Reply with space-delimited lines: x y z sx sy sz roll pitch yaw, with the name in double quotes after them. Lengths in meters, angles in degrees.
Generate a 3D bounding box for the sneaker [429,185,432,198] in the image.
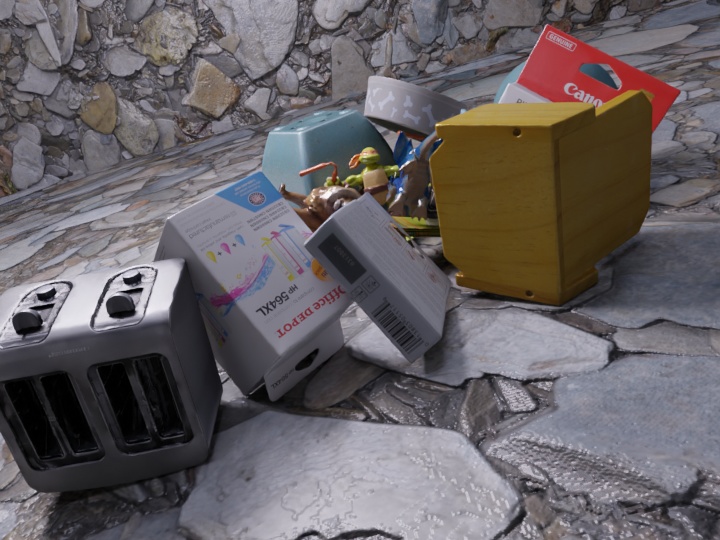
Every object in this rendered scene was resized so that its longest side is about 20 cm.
0.143 -0.149 1.071 0.076 0.076 0.200 16 22 -2 "sneaker"

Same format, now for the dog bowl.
0.096 -0.235 0.949 0.199 0.059 0.200 19 8 -3 "dog bowl"

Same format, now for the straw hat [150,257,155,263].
-0.252 0.025 0.816 0.200 0.085 0.201 -18 40 16 "straw hat"

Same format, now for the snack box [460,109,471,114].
0.205 -0.119 0.726 0.199 0.116 0.037 5 34 -7 "snack box"

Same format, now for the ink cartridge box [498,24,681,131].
0.288 -0.204 0.828 0.200 0.177 0.045 32 28 12 "ink cartridge box"

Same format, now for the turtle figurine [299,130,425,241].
0.018 -0.115 0.929 0.199 0.162 0.064 -15 10 -4 "turtle figurine"

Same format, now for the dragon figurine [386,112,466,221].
0.070 -0.130 0.751 0.059 0.200 0.100 9 47 -6 "dragon figurine"

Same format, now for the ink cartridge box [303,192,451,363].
0.029 -0.003 0.686 0.057 0.163 0.200 -42 3 14 "ink cartridge box"

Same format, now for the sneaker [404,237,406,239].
0.000 0.001 0.810 0.114 0.073 0.200 -15 12 13 "sneaker"

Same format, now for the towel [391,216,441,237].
0.095 -0.064 0.846 0.199 0.018 0.086 0 19 -27 "towel"

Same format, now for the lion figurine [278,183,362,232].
-0.080 -0.049 0.898 0.122 0.200 0.073 20 35 -18 "lion figurine"

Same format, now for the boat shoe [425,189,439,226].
0.127 -0.121 0.835 0.073 0.065 0.200 -5 27 23 "boat shoe"

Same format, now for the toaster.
-0.239 0.104 0.591 0.180 0.201 0.119 -9 26 -1 "toaster"

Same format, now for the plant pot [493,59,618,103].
0.291 -0.211 0.940 0.199 0.201 0.135 -4 33 27 "plant pot"

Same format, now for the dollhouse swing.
0.207 -0.097 0.692 0.181 0.201 0.176 11 38 37 "dollhouse swing"

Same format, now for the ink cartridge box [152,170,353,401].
-0.106 0.024 0.660 0.128 0.200 0.125 -37 -7 -38 "ink cartridge box"

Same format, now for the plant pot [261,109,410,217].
-0.055 -0.156 1.029 0.195 0.201 0.196 -29 25 -26 "plant pot"
